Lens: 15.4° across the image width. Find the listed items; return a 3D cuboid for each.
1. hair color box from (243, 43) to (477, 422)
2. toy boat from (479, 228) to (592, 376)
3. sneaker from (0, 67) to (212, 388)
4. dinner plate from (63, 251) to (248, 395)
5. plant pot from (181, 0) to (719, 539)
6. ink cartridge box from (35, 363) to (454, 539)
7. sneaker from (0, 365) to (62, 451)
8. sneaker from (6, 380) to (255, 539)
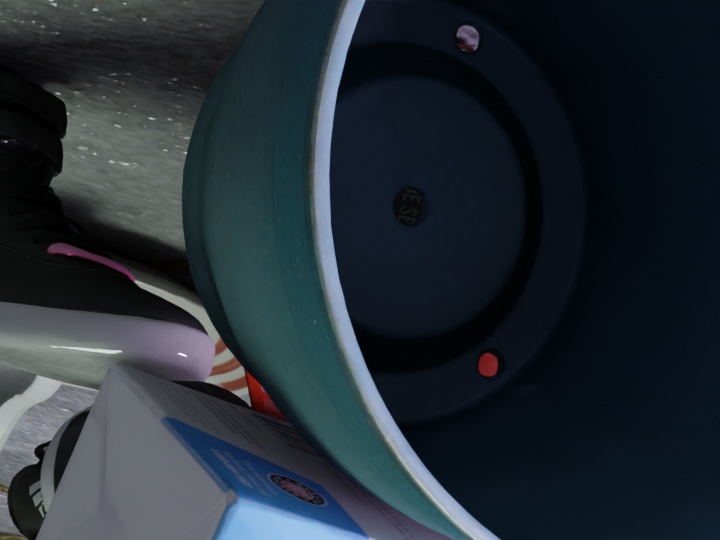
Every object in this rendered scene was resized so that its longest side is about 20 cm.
[{"bbox_3d":[0.000,0.000,0.913,0.061,0.102,0.200,12,162,4],"label":"hair color box"},{"bbox_3d":[0.127,0.041,0.835,0.200,0.131,0.130,1,159,32],"label":"toy boat"},{"bbox_3d":[-0.117,-0.020,0.902,0.200,0.099,0.071,12,169,42],"label":"sneaker"},{"bbox_3d":[-0.133,0.016,1.184,0.200,0.024,0.200,10,163,3],"label":"dinner plate"},{"bbox_3d":[0.046,-0.020,0.695,0.200,0.201,0.188,19,173,-21],"label":"plant pot"},{"bbox_3d":[0.022,0.100,0.729,0.200,0.067,0.116,21,-174,-24],"label":"ink cartridge box"},{"bbox_3d":[-0.187,0.033,1.131,0.099,0.071,0.200,19,155,-15],"label":"sneaker"},{"bbox_3d":[-0.077,0.082,0.856,0.115,0.076,0.200,-3,167,22],"label":"sneaker"}]
